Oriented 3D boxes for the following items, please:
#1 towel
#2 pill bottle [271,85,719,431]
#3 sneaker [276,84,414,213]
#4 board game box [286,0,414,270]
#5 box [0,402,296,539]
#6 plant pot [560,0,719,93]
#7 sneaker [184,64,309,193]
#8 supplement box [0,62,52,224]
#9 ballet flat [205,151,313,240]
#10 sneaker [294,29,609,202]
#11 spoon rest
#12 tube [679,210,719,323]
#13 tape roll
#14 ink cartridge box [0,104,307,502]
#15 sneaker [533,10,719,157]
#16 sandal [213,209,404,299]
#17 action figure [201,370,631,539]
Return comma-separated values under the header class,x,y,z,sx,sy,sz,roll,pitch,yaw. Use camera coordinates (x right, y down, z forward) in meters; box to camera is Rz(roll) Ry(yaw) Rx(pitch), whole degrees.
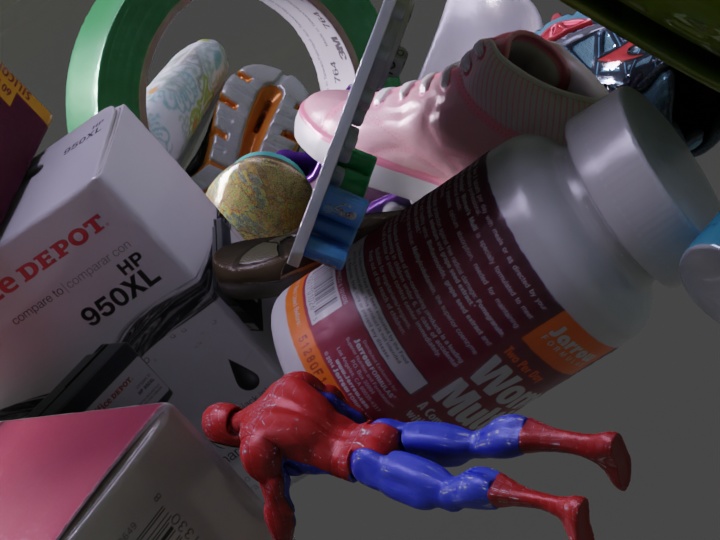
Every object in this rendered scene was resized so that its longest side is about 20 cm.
class,x,y,z,sx,sy,sz,roll,pitch,yaw
towel,-0.157,-0.035,1.649,0.200,0.048,0.171,-60,2,35
pill bottle,0.065,0.006,1.219,0.200,0.110,0.110,-34,22,19
sneaker,0.025,-0.074,1.453,0.200,0.089,0.080,-35,7,21
board game box,0.017,-0.105,1.217,0.200,0.026,0.200,-76,7,-81
box,-0.135,0.148,1.258,0.200,0.128,0.109,-11,36,53
plant pot,0.170,-0.191,1.180,0.199,0.200,0.181,-62,5,-12
sneaker,-0.086,-0.033,1.627,0.200,0.078,0.077,-63,0,-33
supplement box,-0.240,-0.038,1.277,0.086,0.110,0.200,-27,29,31
ballet flat,-0.070,0.011,1.434,0.071,0.071,0.200,-55,-3,-33
sneaker,0.052,-0.083,1.337,0.075,0.105,0.200,-10,27,-44
spoon rest,0.078,-0.143,1.562,0.099,0.061,0.200,-28,24,31
tube,0.217,-0.054,1.178,0.077,0.050,0.200,-1,38,49
tape roll,-0.072,-0.097,1.530,0.201,0.201,0.048,-49,22,-20
ink cartridge box,-0.119,0.038,1.346,0.144,0.200,0.084,-33,22,20
sneaker,0.144,-0.095,1.328,0.200,0.079,0.096,-29,26,29
sandal,0.000,0.000,1.346,0.082,0.055,0.200,-5,7,33
action figure,0.021,0.101,1.159,0.200,0.099,0.065,12,47,27
